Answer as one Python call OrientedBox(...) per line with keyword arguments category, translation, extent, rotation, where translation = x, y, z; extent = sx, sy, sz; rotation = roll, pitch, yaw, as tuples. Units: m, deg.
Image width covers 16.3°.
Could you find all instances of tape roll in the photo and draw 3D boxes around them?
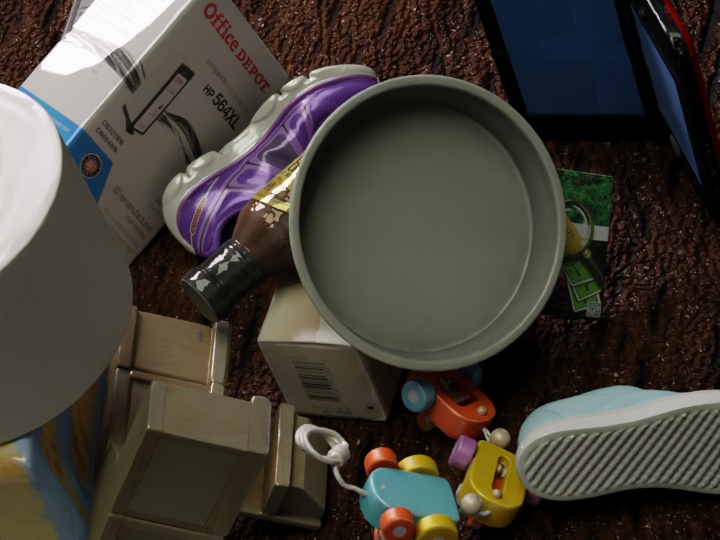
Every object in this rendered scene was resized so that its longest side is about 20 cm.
OrientedBox(category="tape roll", translation=(-0.262, -0.004, 1.629), extent=(0.201, 0.140, 0.204), rotation=(-11, 49, 12))

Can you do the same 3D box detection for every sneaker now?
OrientedBox(category="sneaker", translation=(0.202, 0.102, 1.684), extent=(0.198, 0.074, 0.082), rotation=(-2, 27, 3))
OrientedBox(category="sneaker", translation=(-0.056, -0.077, 1.935), extent=(0.200, 0.081, 0.083), rotation=(-41, 66, -6))

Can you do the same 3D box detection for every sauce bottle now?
OrientedBox(category="sauce bottle", translation=(-0.040, -0.042, 1.768), extent=(0.200, 0.065, 0.065), rotation=(-42, 51, -16))

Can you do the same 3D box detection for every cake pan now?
OrientedBox(category="cake pan", translation=(0.043, -0.032, 1.720), extent=(0.200, 0.201, 0.037), rotation=(-41, 9, -15))

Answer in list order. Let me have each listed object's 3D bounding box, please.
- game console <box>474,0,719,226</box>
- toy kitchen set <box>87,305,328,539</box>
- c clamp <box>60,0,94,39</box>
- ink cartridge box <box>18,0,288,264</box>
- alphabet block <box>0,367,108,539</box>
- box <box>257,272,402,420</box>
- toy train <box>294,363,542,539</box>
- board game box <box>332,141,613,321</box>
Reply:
OrientedBox(category="game console", translation=(0.172, -0.128, 1.794), extent=(0.118, 0.201, 0.173), rotation=(-23, 48, 1))
OrientedBox(category="toy kitchen set", translation=(-0.078, 0.092, 1.679), extent=(0.162, 0.181, 0.201), rotation=(13, 50, -13))
OrientedBox(category="c clamp", translation=(-0.175, -0.199, 2.100), extent=(0.170, 0.027, 0.201), rotation=(-9, 51, 20))
OrientedBox(category="ink cartridge box", translation=(-0.169, -0.129, 1.935), extent=(0.084, 0.146, 0.200), rotation=(34, 80, 37))
OrientedBox(category="alphabet block", translation=(-0.281, 0.128, 1.751), extent=(0.198, 0.197, 0.196), rotation=(-11, 47, 11))
OrientedBox(category="box", translation=(0.000, 0.000, 1.824), extent=(0.077, 0.095, 0.201), rotation=(3, 52, 22))
OrientedBox(category="toy train", translation=(0.040, 0.131, 1.698), extent=(0.150, 0.056, 0.200), rotation=(40, 35, 20))
OrientedBox(category="board game box", translation=(0.079, -0.027, 1.763), extent=(0.198, 0.023, 0.106), rotation=(6, 83, -17))
